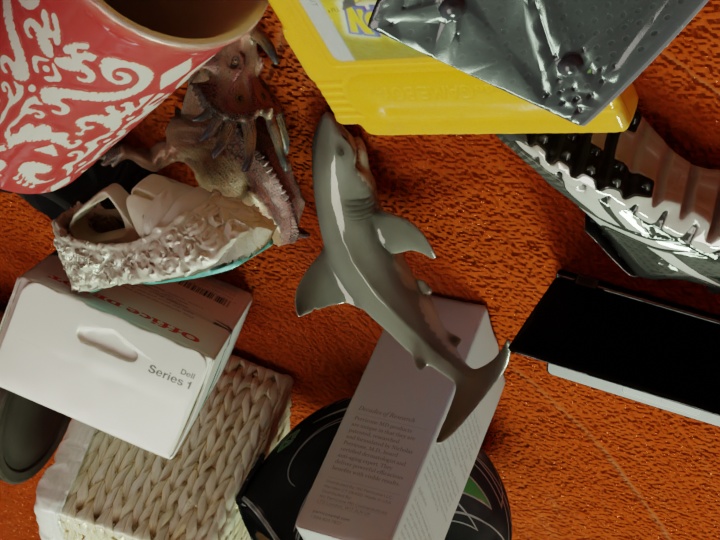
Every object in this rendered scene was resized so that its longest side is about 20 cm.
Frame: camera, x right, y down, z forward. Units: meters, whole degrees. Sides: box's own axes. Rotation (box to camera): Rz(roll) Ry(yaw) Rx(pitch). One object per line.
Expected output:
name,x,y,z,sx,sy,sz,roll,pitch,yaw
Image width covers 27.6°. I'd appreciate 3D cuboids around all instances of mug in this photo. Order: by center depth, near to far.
mug,-0.158,-0.152,0.826,0.133,0.178,0.200,9,151,-33

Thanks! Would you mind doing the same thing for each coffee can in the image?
coffee can,-0.380,0.096,1.352,0.199,0.147,0.147,17,149,16

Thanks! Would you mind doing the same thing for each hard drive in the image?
hard drive,0.103,-0.162,0.610,0.135,0.042,0.200,20,127,-25

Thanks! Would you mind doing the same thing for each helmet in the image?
helmet,0.020,0.196,1.168,0.200,0.190,0.200,52,163,23

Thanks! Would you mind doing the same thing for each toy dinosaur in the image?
toy dinosaur,-0.074,-0.067,0.931,0.135,0.086,0.200,0,139,40

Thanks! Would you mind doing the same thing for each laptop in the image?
laptop,0.197,0.084,0.935,0.187,0.116,0.200,17,149,15

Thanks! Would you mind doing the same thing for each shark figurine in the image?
shark figurine,0.008,0.020,0.937,0.215,0.089,0.128,59,165,15

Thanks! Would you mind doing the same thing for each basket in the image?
basket,-0.166,0.182,1.275,0.160,0.200,0.198,19,149,7

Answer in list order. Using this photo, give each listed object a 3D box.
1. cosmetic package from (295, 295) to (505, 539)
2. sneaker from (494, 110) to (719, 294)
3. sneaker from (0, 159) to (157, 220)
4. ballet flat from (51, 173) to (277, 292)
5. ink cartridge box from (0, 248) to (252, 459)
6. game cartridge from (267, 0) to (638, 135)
cosmetic package,0.033,0.126,1.036,0.071,0.200,0.102,12,147,23
sneaker,0.151,-0.039,0.829,0.200,0.067,0.091,26,147,-5
sneaker,-0.224,-0.074,1.055,0.199,0.076,0.114,31,176,-42
ballet flat,-0.134,-0.024,0.903,0.200,0.072,0.072,-10,135,48
ink cartridge box,-0.170,0.046,1.070,0.146,0.085,0.200,23,-167,-1
game cartridge,0.026,-0.143,0.720,0.176,0.032,0.200,3,140,34
